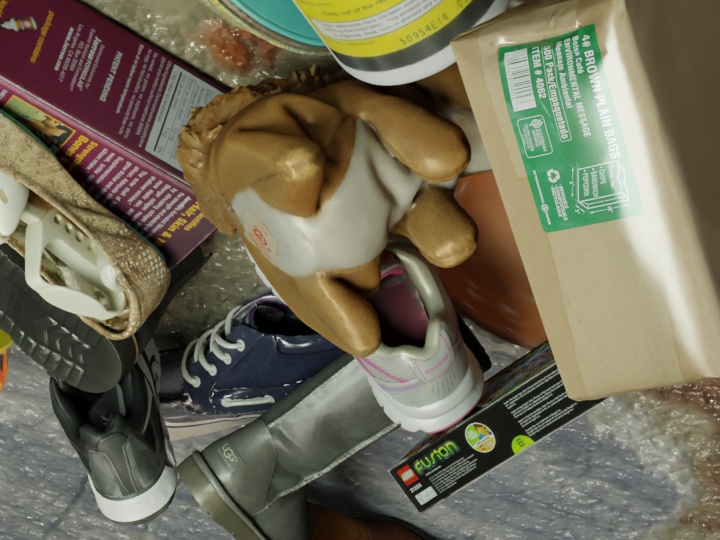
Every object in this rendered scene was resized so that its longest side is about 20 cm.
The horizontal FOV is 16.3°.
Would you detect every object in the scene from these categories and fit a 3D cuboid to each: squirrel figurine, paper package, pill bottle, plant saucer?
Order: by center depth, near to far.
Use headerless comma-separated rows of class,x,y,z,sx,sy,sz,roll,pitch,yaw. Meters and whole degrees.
pill bottle,-0.012,-0.199,1.272,0.114,0.115,0.200,-12,136,30
paper package,0.154,-0.054,1.289,0.103,0.190,0.201,-13,99,31
squirrel figurine,0.006,-0.076,1.398,0.200,0.186,0.142,26,147,52
plant saucer,0.133,-0.019,1.518,0.199,0.038,0.201,9,143,7

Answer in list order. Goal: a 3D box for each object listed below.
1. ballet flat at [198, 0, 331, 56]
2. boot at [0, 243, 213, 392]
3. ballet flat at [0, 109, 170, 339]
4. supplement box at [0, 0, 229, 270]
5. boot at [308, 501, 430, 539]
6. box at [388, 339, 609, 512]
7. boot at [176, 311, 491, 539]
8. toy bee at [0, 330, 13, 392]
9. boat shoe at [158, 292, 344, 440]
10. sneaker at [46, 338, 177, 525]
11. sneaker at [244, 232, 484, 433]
ballet flat,-0.092,-0.181,1.370,0.200,0.071,0.071,31,140,-22
boot,-0.199,-0.027,1.566,0.200,0.138,0.077,43,131,-3
ballet flat,-0.188,-0.028,1.443,0.200,0.066,0.070,38,137,-28
supplement box,-0.173,-0.087,1.489,0.199,0.086,0.110,30,140,-18
boot,-0.008,0.217,1.742,0.188,0.200,0.069,34,101,-12
box,0.113,0.069,1.503,0.035,0.110,0.200,52,130,-2
boot,-0.006,0.102,1.614,0.200,0.073,0.182,-39,159,0
toy bee,-0.241,0.009,1.619,0.108,0.131,0.201,-4,134,-16
boat shoe,-0.088,0.056,1.664,0.199,0.075,0.093,-4,136,8
sneaker,-0.165,0.063,1.602,0.066,0.200,0.091,-21,134,1
sneaker,0.000,0.000,1.491,0.200,0.081,0.088,45,164,20
